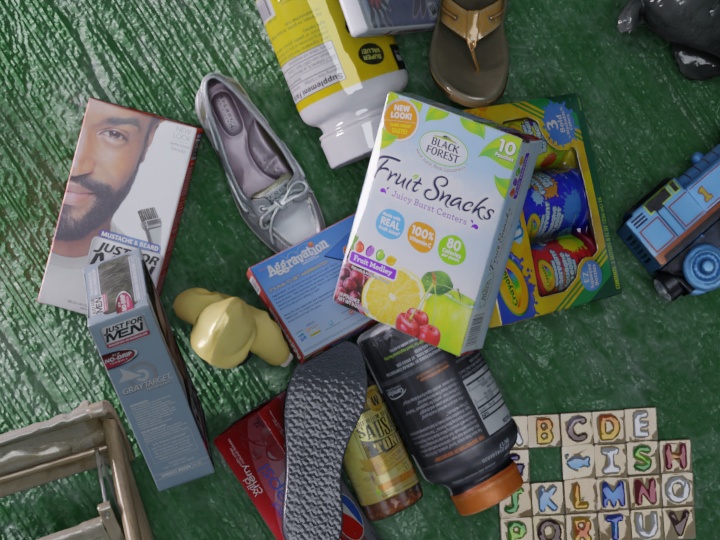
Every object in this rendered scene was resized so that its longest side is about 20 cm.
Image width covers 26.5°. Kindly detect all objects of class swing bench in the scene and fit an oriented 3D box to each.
[{"bbox_3d":[-0.305,0.243,1.449,0.197,0.130,0.202,-16,85,-2],"label":"swing bench"}]

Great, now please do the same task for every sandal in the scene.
[{"bbox_3d":[-0.042,0.163,1.432,0.075,0.043,0.203,12,75,-4],"label":"sandal"},{"bbox_3d":[0.110,-0.249,1.471,0.079,0.054,0.202,8,66,8],"label":"sandal"}]

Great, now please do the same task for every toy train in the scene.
[{"bbox_3d":[0.351,-0.061,1.501,0.200,0.087,0.115,-40,86,-2],"label":"toy train"}]

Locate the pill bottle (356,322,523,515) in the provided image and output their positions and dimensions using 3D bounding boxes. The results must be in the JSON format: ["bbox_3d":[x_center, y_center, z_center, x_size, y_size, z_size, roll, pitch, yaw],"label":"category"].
[{"bbox_3d":[0.084,0.132,1.475,0.105,0.106,0.202,-26,91,-2],"label":"pill bottle"}]

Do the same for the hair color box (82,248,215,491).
[{"bbox_3d":[-0.196,0.093,1.421,0.060,0.099,0.202,-19,123,-2],"label":"hair color box"}]

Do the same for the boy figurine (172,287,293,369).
[{"bbox_3d":[-0.118,0.058,1.420,0.123,0.200,0.065,28,88,-5],"label":"boy figurine"}]

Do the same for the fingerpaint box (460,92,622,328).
[{"bbox_3d":[0.152,-0.057,1.457,0.165,0.073,0.203,-11,89,-36],"label":"fingerpaint box"}]

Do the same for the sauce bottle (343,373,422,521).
[{"bbox_3d":[-0.004,0.141,1.491,0.065,0.066,0.202,-25,92,-3],"label":"sauce bottle"}]

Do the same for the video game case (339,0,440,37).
[{"bbox_3d":[0.008,-0.321,1.445,0.023,0.182,0.202,-18,91,29],"label":"video game case"}]

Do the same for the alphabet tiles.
[{"bbox_3d":[0.235,0.224,1.531,0.197,0.008,0.169,-3,90,-2],"label":"alphabet tiles"}]

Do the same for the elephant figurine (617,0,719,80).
[{"bbox_3d":[0.367,-0.240,1.487,0.155,0.142,0.200,-36,109,26],"label":"elephant figurine"}]

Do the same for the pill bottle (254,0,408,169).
[{"bbox_3d":[-0.022,-0.208,1.468,0.113,0.114,0.202,-22,91,-3],"label":"pill bottle"}]

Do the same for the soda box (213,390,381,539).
[{"bbox_3d":[-0.054,0.222,1.478,0.063,0.070,0.201,-33,90,25],"label":"soda box"}]

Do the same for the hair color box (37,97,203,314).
[{"bbox_3d":[-0.230,-0.054,1.474,0.110,0.064,0.202,15,94,-2],"label":"hair color box"}]

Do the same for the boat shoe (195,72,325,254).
[{"bbox_3d":[-0.099,-0.099,1.488,0.074,0.065,0.204,-27,91,-3],"label":"boat shoe"}]

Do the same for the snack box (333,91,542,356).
[{"bbox_3d":[0.067,-0.043,1.374,0.141,0.053,0.202,22,105,25],"label":"snack box"}]

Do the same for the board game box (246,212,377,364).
[{"bbox_3d":[0.000,0.000,1.470,0.199,0.019,0.104,-27,77,-23],"label":"board game box"}]
